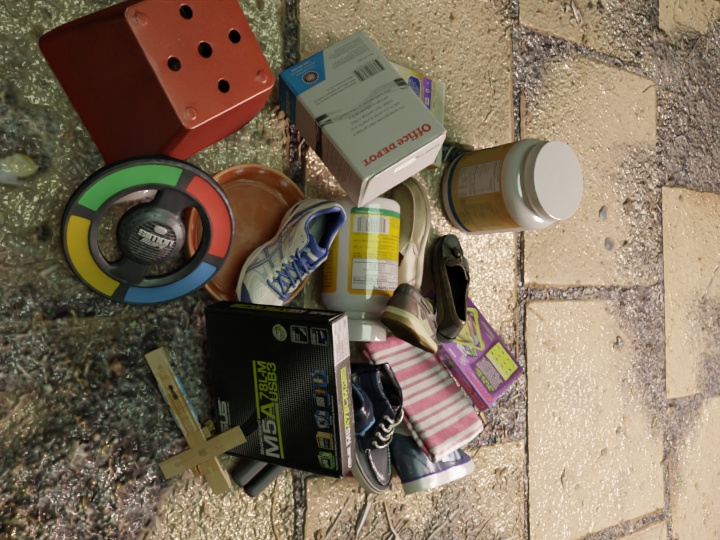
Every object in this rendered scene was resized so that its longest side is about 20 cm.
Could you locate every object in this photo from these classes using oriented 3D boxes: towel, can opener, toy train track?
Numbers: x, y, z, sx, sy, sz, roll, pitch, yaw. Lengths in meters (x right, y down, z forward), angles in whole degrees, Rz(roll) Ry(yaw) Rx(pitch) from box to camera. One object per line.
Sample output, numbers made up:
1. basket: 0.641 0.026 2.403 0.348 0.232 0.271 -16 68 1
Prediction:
1. towel: 0.099 0.181 1.067 0.146 0.030 0.201 -15 67 -50
2. can opener: -0.086 0.226 0.946 0.199 0.066 0.053 -40 113 -6
3. toy train track: -0.218 0.190 0.895 0.114 0.033 0.202 -24 98 1

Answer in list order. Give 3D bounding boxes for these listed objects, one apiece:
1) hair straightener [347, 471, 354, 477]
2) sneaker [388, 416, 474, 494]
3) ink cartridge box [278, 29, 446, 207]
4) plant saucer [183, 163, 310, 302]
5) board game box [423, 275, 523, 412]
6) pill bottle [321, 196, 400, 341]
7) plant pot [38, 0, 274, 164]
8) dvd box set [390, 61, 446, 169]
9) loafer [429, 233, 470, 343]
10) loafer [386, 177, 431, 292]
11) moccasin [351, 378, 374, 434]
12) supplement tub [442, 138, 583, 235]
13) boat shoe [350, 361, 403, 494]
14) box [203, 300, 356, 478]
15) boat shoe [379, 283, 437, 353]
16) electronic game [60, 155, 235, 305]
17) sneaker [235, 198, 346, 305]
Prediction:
1. hair straightener: -0.062 0.220 1.018 0.200 0.041 0.077 41 65 -24
2. sneaker: 0.107 0.263 1.114 0.199 0.080 0.148 6 63 -57
3. ink cartridge box: 0.000 -0.210 0.971 0.145 0.084 0.201 -32 76 -18
4. plant saucer: -0.149 -0.044 0.960 0.199 0.032 0.203 1 88 -38
5. board game box: 0.171 0.115 1.140 0.120 0.032 0.201 -31 83 -46
6. pill bottle: 0.000 0.000 1.020 0.112 0.112 0.203 5 85 -37
7. plant pot: -0.218 -0.237 0.824 0.199 0.175 0.201 -37 109 -32
8. dvd box set: 0.054 -0.253 1.119 0.198 0.029 0.148 7 84 -37
9. loafer: 0.152 0.019 1.126 0.071 0.063 0.202 22 53 -21
10. loafer: 0.062 -0.048 1.091 0.067 0.076 0.203 2 87 -43
11. moccasin: -0.055 0.129 0.929 0.081 0.199 0.068 -47 154 -22
12. supplement tub: 0.247 -0.136 1.157 0.143 0.199 0.147 2 87 -37
13. boat shoe: 0.024 0.225 1.001 0.075 0.092 0.202 -31 103 -53
14. box: -0.101 0.144 0.873 0.047 0.191 0.203 -26 116 -61
15. boat shoe: 0.081 0.071 0.999 0.065 0.073 0.200 -66 163 -10
16. electronic game: -0.246 -0.042 0.824 0.198 0.042 0.202 -12 128 -16
17. sneaker: -0.092 -0.017 0.929 0.075 0.088 0.201 40 67 -31
